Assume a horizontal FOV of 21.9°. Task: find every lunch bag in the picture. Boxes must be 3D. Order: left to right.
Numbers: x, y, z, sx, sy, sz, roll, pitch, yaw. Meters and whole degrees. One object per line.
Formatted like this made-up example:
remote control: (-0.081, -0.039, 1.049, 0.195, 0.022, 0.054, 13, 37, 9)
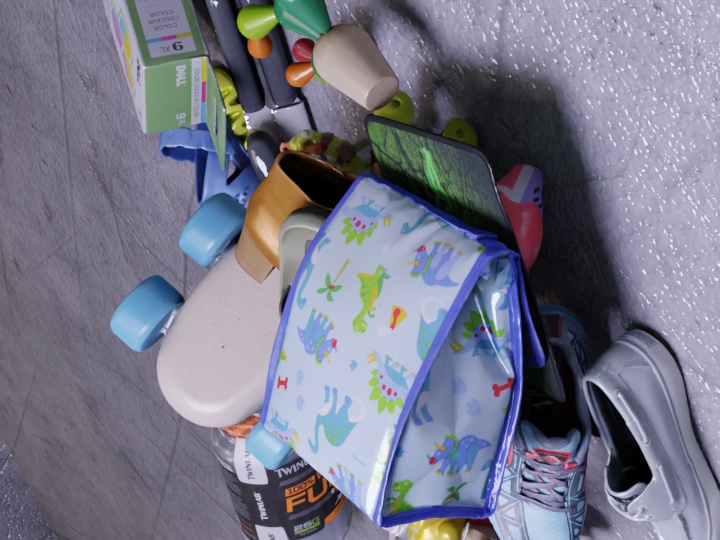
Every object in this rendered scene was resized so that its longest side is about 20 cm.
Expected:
lunch bag: (0.031, 0.050, 1.284, 0.170, 0.127, 0.200, 32, 117, 49)

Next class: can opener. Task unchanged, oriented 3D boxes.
can opener: (-0.079, -0.145, 1.542, 0.067, 0.053, 0.200, -91, -14, -57)

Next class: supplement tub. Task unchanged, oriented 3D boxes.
supplement tub: (-0.084, 0.200, 1.941, 0.123, 0.123, 0.200, 34, 149, 44)

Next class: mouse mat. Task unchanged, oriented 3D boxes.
mouse mat: (0.071, -0.010, 1.289, 0.161, 0.008, 0.200, 24, 140, 57)

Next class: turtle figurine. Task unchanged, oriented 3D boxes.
turtle figurine: (0.039, -0.068, 1.410, 0.200, 0.064, 0.161, 38, 153, 2)

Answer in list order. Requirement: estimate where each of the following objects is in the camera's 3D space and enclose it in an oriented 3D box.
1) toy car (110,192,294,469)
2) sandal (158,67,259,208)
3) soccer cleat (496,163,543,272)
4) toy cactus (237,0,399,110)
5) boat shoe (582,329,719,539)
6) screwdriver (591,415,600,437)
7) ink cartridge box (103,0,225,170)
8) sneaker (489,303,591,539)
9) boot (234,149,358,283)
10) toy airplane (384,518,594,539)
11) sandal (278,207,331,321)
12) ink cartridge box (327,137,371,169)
toy car: (-0.082, 0.051, 1.595, 0.184, 0.177, 0.200, 40, -176, 7)
sandal: (-0.113, -0.079, 1.681, 0.200, 0.087, 0.079, 55, 156, 2)
soccer cleat: (0.097, -0.006, 1.369, 0.067, 0.077, 0.200, 26, 156, 5)
toy cactus: (-0.025, -0.180, 1.347, 0.165, 0.102, 0.200, 48, 164, 29)
boat shoe: (0.202, 0.139, 1.332, 0.070, 0.071, 0.201, 23, 139, 54)
screwdriver: (0.122, 0.057, 1.445, 0.200, 0.028, 0.029, 42, 125, 26)
ink cartridge box: (-0.168, -0.186, 1.581, 0.104, 0.059, 0.200, 102, 152, -62)
sneaker: (0.128, 0.129, 1.349, 0.096, 0.079, 0.200, -77, -14, -82)
boot: (0.000, -0.001, 1.417, 0.201, 0.071, 0.144, 33, 146, -2)
toy airplane: (0.087, 0.215, 1.521, 0.199, 0.141, 0.200, 28, 172, 29)
sandal: (-0.031, 0.043, 1.392, 0.080, 0.057, 0.201, 4, 132, 19)
ink cartridge box: (-0.010, -0.022, 1.573, 0.104, 0.059, 0.200, 53, 158, 7)
